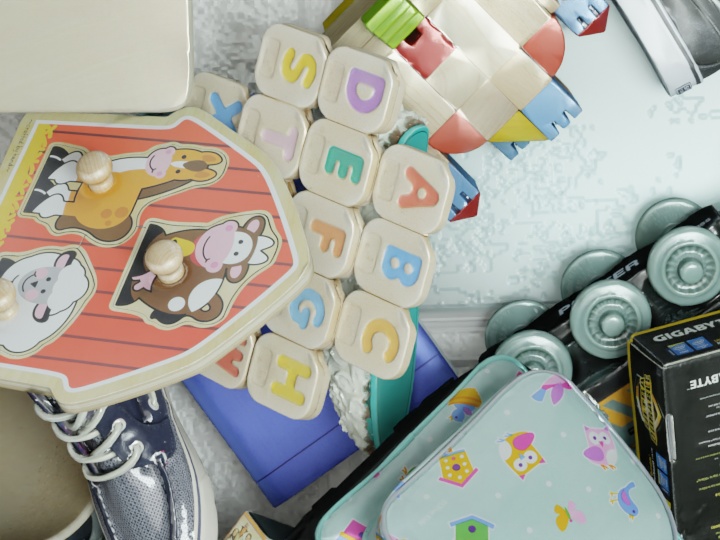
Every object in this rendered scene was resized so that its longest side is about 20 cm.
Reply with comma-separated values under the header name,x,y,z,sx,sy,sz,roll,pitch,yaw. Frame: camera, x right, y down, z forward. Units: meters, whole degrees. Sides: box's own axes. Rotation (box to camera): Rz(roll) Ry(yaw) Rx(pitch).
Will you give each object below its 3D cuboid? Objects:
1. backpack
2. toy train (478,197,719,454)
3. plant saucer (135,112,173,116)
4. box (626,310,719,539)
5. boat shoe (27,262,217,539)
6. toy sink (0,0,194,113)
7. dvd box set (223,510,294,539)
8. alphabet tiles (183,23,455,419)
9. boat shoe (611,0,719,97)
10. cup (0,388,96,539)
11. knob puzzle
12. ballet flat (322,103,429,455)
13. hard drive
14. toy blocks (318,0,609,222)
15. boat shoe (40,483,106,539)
name,x,y,z,sx,sy,sz,roll,pitch,yaw
backpack,0.085,0.163,1.264,0.176,0.153,0.200,-42,92,-28
toy train,0.157,0.045,1.367,0.200,0.085,0.114,-34,104,8
plant saucer,-0.081,-0.004,1.406,0.070,0.019,0.201,-29,94,8
box,0.250,0.090,1.330,0.199,0.049,0.160,-15,115,-14
boat shoe,-0.144,0.086,1.318,0.074,0.093,0.201,-24,75,27
toy sink,-0.181,-0.156,1.344,0.199,0.112,0.131,0,98,9
dvd box set,-0.069,0.238,1.385,0.146,0.029,0.200,27,105,-45
alphabet tiles,-0.038,-0.027,1.298,0.195,0.015,0.201,24,105,37
boat shoe,0.151,-0.196,1.333,0.068,0.074,0.200,-31,97,6
cup,-0.254,0.071,1.356,0.143,0.200,0.201,-15,98,32
knob puzzle,-0.120,-0.014,1.266,0.219,0.220,0.031,-13,140,6
ballet flat,0.000,0.000,1.332,0.071,0.072,0.201,6,109,3
hard drive,-0.055,0.018,1.385,0.132,0.025,0.200,-35,95,8
toy blocks,0.064,-0.118,1.351,0.137,0.100,0.200,43,100,-14
boat shoe,-0.217,0.191,1.420,0.200,0.062,0.073,-43,94,9
